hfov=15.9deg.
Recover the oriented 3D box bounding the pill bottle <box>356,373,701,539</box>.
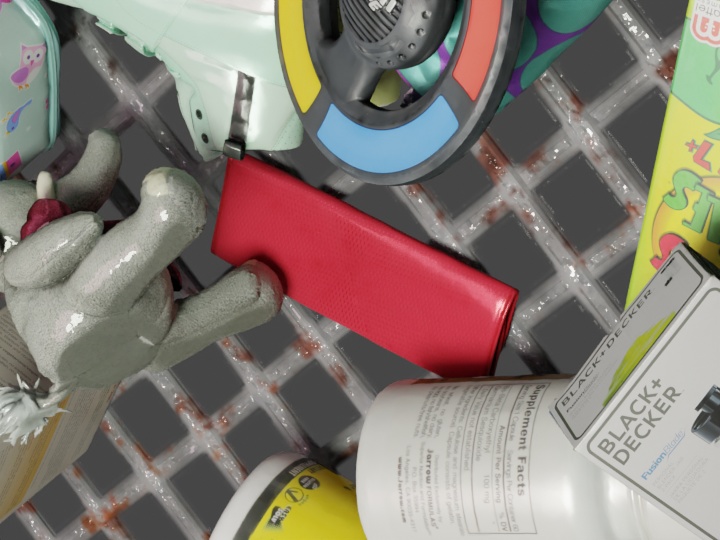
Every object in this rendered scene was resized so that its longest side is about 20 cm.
[{"bbox_3d":[0.108,0.115,1.450,0.199,0.114,0.115,-3,110,28],"label":"pill bottle"}]

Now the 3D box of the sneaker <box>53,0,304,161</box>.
[{"bbox_3d":[-0.118,-0.125,1.511,0.199,0.074,0.119,14,112,25],"label":"sneaker"}]

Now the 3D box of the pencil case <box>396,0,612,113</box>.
[{"bbox_3d":[0.090,-0.165,1.349,0.092,0.085,0.200,26,131,-20],"label":"pencil case"}]

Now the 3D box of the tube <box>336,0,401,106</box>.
[{"bbox_3d":[0.000,-0.191,1.423,0.052,0.058,0.201,40,132,56],"label":"tube"}]

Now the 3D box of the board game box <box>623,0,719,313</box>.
[{"bbox_3d":[0.209,-0.051,1.349,0.101,0.048,0.201,23,123,23],"label":"board game box"}]

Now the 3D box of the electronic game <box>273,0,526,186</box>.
[{"bbox_3d":[0.018,-0.144,1.339,0.200,0.041,0.201,1,91,52],"label":"electronic game"}]

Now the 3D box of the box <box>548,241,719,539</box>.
[{"bbox_3d":[0.210,0.091,1.330,0.200,0.060,0.117,36,99,-17],"label":"box"}]

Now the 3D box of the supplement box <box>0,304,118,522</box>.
[{"bbox_3d":[-0.232,0.096,1.617,0.073,0.200,0.126,36,126,10],"label":"supplement box"}]

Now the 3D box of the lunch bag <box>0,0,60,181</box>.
[{"bbox_3d":[-0.273,-0.147,1.587,0.200,0.077,0.161,37,153,19],"label":"lunch bag"}]

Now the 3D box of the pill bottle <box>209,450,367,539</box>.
[{"bbox_3d":[0.011,0.201,1.561,0.199,0.112,0.113,28,125,19],"label":"pill bottle"}]

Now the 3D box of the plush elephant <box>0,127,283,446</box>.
[{"bbox_3d":[-0.169,-0.010,1.534,0.200,0.165,0.155,-38,58,9],"label":"plush elephant"}]

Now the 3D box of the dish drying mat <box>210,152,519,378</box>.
[{"bbox_3d":[0.000,0.000,1.534,0.199,0.018,0.077,28,125,21],"label":"dish drying mat"}]
